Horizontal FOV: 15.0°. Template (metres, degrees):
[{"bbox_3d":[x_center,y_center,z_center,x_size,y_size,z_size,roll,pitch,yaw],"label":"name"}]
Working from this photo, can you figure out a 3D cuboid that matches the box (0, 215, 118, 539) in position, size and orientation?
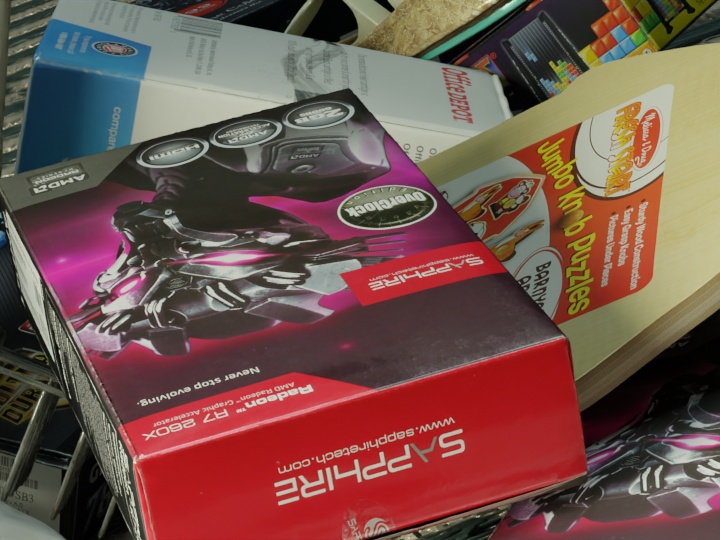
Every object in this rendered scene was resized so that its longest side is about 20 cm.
[{"bbox_3d":[-0.164,0.030,1.111,0.198,0.050,0.200,16,27,15],"label":"box"}]

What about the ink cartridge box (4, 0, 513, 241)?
[{"bbox_3d":[-0.042,-0.051,1.175,0.200,0.084,0.145,10,15,-4],"label":"ink cartridge box"}]

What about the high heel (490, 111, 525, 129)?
[{"bbox_3d":[0.000,0.000,1.008,0.200,0.071,0.143,-21,-26,-25],"label":"high heel"}]

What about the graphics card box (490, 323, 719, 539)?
[{"bbox_3d":[0.111,0.068,0.774,0.125,0.051,0.200,-12,16,27],"label":"graphics card box"}]

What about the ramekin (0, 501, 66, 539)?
[{"bbox_3d":[-0.197,0.095,0.840,0.202,0.094,0.202,20,-3,1],"label":"ramekin"}]

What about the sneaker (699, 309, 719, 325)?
[{"bbox_3d":[0.068,0.002,0.970,0.200,0.106,0.075,-20,16,-3],"label":"sneaker"}]

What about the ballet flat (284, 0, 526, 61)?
[{"bbox_3d":[0.013,-0.117,1.278,0.200,0.065,0.071,-36,5,35],"label":"ballet flat"}]

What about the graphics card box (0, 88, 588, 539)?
[{"bbox_3d":[-0.027,0.014,0.809,0.125,0.051,0.200,-16,27,-11],"label":"graphics card box"}]

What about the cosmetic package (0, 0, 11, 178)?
[{"bbox_3d":[-0.242,-0.080,1.030,0.199,0.200,0.123,24,29,33],"label":"cosmetic package"}]

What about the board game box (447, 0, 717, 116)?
[{"bbox_3d":[0.108,-0.117,1.324,0.165,0.057,0.200,-34,4,36],"label":"board game box"}]

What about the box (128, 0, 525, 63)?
[{"bbox_3d":[-0.035,-0.119,1.508,0.200,0.104,0.182,-27,16,-29],"label":"box"}]

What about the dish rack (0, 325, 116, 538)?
[{"bbox_3d":[-0.099,0.058,0.922,0.200,0.055,0.153,22,-1,-3],"label":"dish rack"}]

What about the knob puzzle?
[{"bbox_3d":[0.077,-0.007,0.872,0.220,0.030,0.220,-29,24,14],"label":"knob puzzle"}]
